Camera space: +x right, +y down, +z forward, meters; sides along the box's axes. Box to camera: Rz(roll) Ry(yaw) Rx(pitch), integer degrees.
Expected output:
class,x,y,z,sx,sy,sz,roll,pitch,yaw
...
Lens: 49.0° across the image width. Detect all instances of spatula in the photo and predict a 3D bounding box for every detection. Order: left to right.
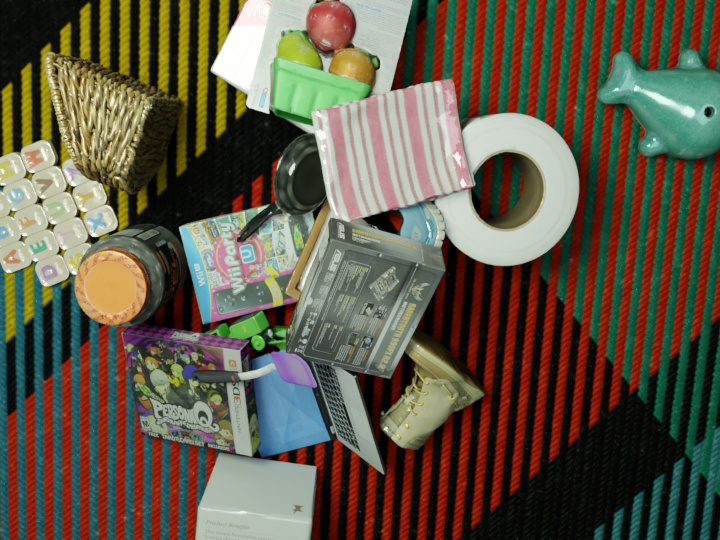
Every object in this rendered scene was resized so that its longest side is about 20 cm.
class,x,y,z,sx,sy,sz,roll,pitch,yaw
spatula,-0.151,0.140,1.079,0.196,0.021,0.057,-7,122,23

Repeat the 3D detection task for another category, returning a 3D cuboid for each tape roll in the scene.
class,x,y,z,sx,sy,sz,roll,pitch,yaw
tape roll,0.195,-0.118,1.117,0.197,0.139,0.208,0,100,0

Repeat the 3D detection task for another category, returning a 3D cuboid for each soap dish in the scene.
class,x,y,z,sx,sy,sz,roll,pitch,yaw
soap dish,0.000,0.000,1.126,0.197,0.081,0.160,28,81,-24

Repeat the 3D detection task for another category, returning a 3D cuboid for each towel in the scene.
class,x,y,z,sx,sy,sz,roll,pitch,yaw
towel,0.043,-0.152,1.003,0.196,0.030,0.150,-16,97,-14

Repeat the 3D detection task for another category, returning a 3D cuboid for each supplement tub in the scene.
class,x,y,z,sx,sy,sz,roll,pitch,yaw
supplement tub,-0.319,0.006,1.105,0.119,0.200,0.126,0,101,0

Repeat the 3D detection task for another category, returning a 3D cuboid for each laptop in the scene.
class,x,y,z,sx,sy,sz,roll,pitch,yaw
laptop,-0.080,0.219,1.159,0.115,0.198,0.190,-33,124,-25

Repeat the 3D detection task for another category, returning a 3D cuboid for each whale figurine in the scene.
class,x,y,z,sx,sy,sz,roll,pitch,yaw
whale figurine,0.440,-0.237,1.115,0.197,0.104,0.162,25,99,-4

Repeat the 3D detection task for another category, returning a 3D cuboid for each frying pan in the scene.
class,x,y,z,sx,sy,sz,roll,pitch,yaw
frying pan,-0.092,-0.097,1.092,0.114,0.031,0.193,36,102,38

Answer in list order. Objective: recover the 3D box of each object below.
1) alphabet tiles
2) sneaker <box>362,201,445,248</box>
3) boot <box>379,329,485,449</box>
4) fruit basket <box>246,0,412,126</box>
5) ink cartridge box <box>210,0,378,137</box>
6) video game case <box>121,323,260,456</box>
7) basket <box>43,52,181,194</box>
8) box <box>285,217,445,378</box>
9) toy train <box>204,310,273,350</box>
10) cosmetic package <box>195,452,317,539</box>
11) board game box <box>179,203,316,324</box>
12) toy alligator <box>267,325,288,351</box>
class,x,y,z,sx,sy,sz,roll,pitch,yaw
alphabet tiles,-0.471,-0.085,1.183,0.192,0.015,0.204,-20,99,3
sneaker,0.037,-0.103,1.068,0.088,0.202,0.079,-6,140,-31
boot,0.082,0.182,1.168,0.155,0.073,0.199,-42,137,9
fruit basket,-0.041,-0.288,1.042,0.181,0.094,0.205,14,84,-5
ink cartridge box,-0.088,-0.290,1.115,0.197,0.083,0.148,30,98,-5
video game case,-0.248,0.176,1.166,0.195,0.036,0.185,7,116,17
basket,-0.347,-0.195,1.072,0.146,0.200,0.145,21,101,-6
box,0.002,0.042,1.032,0.155,0.049,0.203,13,126,-15
toy train,-0.213,0.112,1.174,0.197,0.042,0.057,-23,98,26
cosmetic package,-0.158,0.413,1.187,0.163,0.167,0.205,8,103,-2
board game box,-0.152,-0.018,1.171,0.195,0.064,0.151,-13,98,2
toy alligator,-0.098,0.111,1.194,0.195,0.059,0.056,-1,100,0
